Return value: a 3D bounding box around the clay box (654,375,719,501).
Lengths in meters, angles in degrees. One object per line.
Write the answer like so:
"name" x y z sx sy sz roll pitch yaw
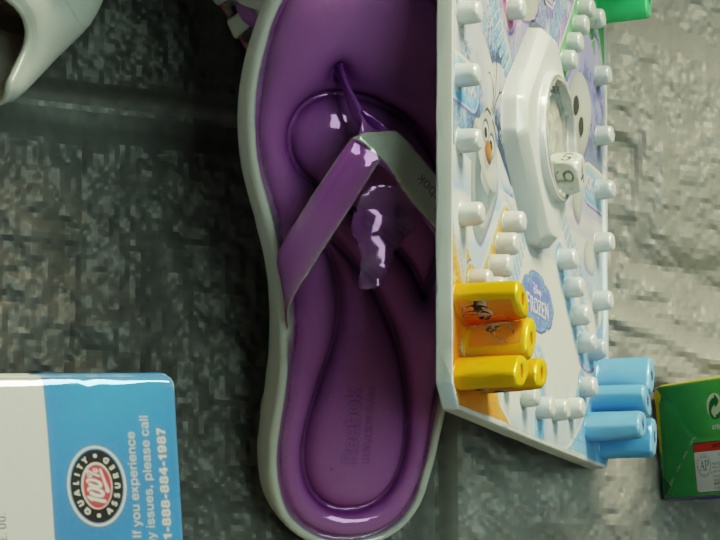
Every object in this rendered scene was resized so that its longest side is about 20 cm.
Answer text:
"clay box" 0.221 0.055 0.960 0.199 0.115 0.048 0 82 -30

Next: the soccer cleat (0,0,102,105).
"soccer cleat" -0.158 -0.131 0.789 0.200 0.069 0.078 39 58 -24

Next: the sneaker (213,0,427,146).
"sneaker" -0.036 -0.096 0.842 0.114 0.073 0.201 -18 102 -37

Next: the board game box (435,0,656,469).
"board game box" 0.065 -0.044 0.861 0.200 0.026 0.201 27 62 -69

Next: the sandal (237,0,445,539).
"sandal" 0.007 -0.001 0.830 0.082 0.050 0.204 -8 113 -15

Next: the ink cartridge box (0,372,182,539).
"ink cartridge box" -0.154 0.105 0.743 0.199 0.084 0.145 1 81 -32
